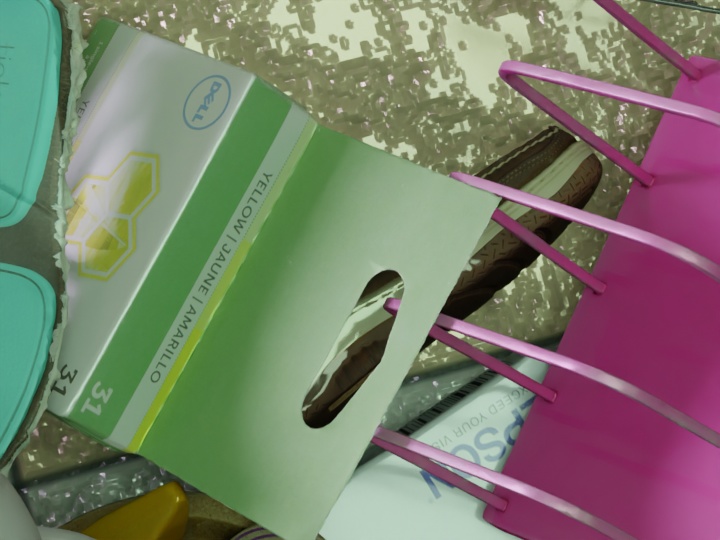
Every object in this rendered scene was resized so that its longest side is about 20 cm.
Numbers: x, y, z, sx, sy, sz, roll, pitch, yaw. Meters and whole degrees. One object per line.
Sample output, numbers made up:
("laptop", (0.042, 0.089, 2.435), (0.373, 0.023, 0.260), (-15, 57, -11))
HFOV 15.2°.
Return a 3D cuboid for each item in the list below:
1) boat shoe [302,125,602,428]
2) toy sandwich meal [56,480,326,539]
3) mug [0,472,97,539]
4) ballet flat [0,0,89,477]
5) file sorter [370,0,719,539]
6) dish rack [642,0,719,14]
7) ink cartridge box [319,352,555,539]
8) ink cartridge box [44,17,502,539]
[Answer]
("boat shoe", (0.000, -0.002, 1.050), (0.202, 0.075, 0.075), (-38, 79, -12))
("toy sandwich meal", (-0.082, 0.170, 0.982), (0.204, 0.070, 0.206), (-4, 71, 12))
("mug", (-0.141, 0.148, 0.872), (0.199, 0.147, 0.177), (-7, 102, -48))
("ballet flat", (-0.135, -0.008, 0.978), (0.071, 0.072, 0.201), (13, 84, -7))
("file sorter", (0.101, 0.001, 0.967), (0.125, 0.139, 0.201), (31, 82, -42))
("dish rack", (0.129, -0.169, 1.079), (0.199, 0.055, 0.154), (9, 86, -6))
("ink cartridge box", (0.039, 0.166, 1.066), (0.199, 0.041, 0.201), (-33, 93, -7))
("ink cartridge box", (-0.060, -0.001, 0.986), (0.048, 0.200, 0.146), (33, 83, -42))
